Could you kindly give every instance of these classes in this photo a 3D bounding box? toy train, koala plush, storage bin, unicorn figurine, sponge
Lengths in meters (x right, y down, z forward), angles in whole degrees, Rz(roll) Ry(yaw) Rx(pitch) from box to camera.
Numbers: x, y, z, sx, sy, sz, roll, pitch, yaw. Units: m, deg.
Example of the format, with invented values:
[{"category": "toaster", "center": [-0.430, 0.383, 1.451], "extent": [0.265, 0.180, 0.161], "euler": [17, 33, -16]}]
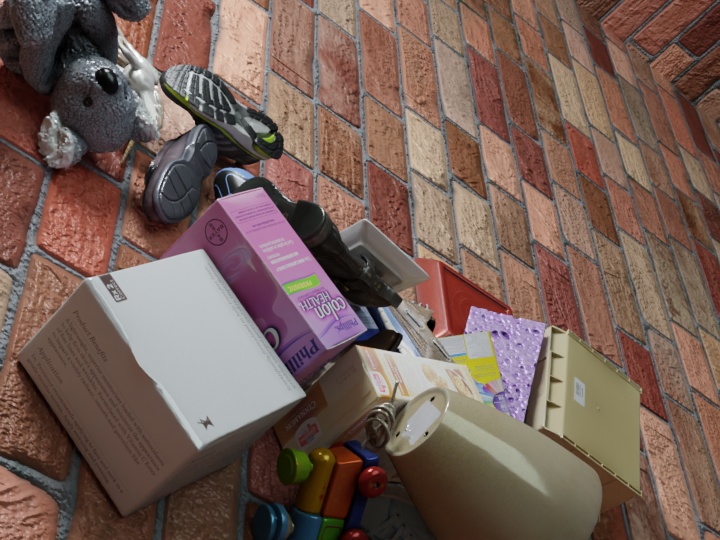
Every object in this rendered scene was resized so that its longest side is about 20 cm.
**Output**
[{"category": "toy train", "center": [-0.036, 0.202, 1.404], "extent": [0.115, 0.201, 0.085], "euler": [11, 10, -36]}, {"category": "koala plush", "center": [-0.323, -0.224, 1.571], "extent": [0.177, 0.183, 0.201], "euler": [-24, 89, -37]}, {"category": "storage bin", "center": [0.306, 0.214, 1.915], "extent": [0.198, 0.094, 0.201], "euler": [37, 42, -23]}, {"category": "unicorn figurine", "center": [-0.291, -0.241, 1.701], "extent": [0.138, 0.074, 0.200], "euler": [52, 21, -15]}, {"category": "sponge", "center": [0.183, 0.139, 1.844], "extent": [0.111, 0.030, 0.201], "euler": [14, 45, 7]}]

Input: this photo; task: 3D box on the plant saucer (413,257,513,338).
[{"category": "plant saucer", "center": [0.168, 0.082, 1.988], "extent": [0.199, 0.037, 0.200], "euler": [33, 32, -28]}]

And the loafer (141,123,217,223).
[{"category": "loafer", "center": [-0.234, -0.114, 1.662], "extent": [0.200, 0.063, 0.072], "euler": [-68, 143, -55]}]

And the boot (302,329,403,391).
[{"category": "boot", "center": [-0.058, 0.049, 1.616], "extent": [0.186, 0.064, 0.201], "euler": [-35, 91, -41]}]

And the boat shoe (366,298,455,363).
[{"category": "boat shoe", "center": [0.063, 0.080, 1.771], "extent": [0.072, 0.072, 0.201], "euler": [-18, 56, -17]}]

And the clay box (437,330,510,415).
[{"category": "clay box", "center": [0.131, 0.173, 1.745], "extent": [0.048, 0.114, 0.201], "euler": [83, -1, -46]}]

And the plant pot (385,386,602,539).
[{"category": "plant pot", "center": [0.127, 0.222, 1.456], "extent": [0.200, 0.187, 0.188], "euler": [44, 28, -20]}]

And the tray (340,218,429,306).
[{"category": "tray", "center": [0.000, 0.000, 1.652], "extent": [0.107, 0.200, 0.022], "euler": [41, 66, -11]}]

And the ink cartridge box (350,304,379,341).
[{"category": "ink cartridge box", "center": [-0.040, 0.053, 1.731], "extent": [0.119, 0.042, 0.201], "euler": [0, 56, -54]}]

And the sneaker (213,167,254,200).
[{"category": "sneaker", "center": [-0.142, -0.048, 1.680], "extent": [0.078, 0.070, 0.201], "euler": [6, 49, -58]}]

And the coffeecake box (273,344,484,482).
[{"category": "coffeecake box", "center": [0.024, 0.170, 1.552], "extent": [0.199, 0.153, 0.073], "euler": [14, 42, -47]}]

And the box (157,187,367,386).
[{"category": "box", "center": [-0.128, 0.046, 1.470], "extent": [0.200, 0.176, 0.097], "euler": [53, 28, 8]}]

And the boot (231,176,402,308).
[{"category": "boot", "center": [-0.058, -0.022, 1.584], "extent": [0.199, 0.069, 0.174], "euler": [26, -14, 45]}]

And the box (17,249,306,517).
[{"category": "box", "center": [-0.196, 0.106, 1.348], "extent": [0.199, 0.131, 0.200], "euler": [54, 29, 10]}]

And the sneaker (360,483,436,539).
[{"category": "sneaker", "center": [0.062, 0.314, 1.510], "extent": [0.200, 0.074, 0.082], "euler": [38, 25, -18]}]

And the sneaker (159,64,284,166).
[{"category": "sneaker", "center": [-0.194, -0.194, 1.768], "extent": [0.200, 0.081, 0.074], "euler": [38, 42, -36]}]
